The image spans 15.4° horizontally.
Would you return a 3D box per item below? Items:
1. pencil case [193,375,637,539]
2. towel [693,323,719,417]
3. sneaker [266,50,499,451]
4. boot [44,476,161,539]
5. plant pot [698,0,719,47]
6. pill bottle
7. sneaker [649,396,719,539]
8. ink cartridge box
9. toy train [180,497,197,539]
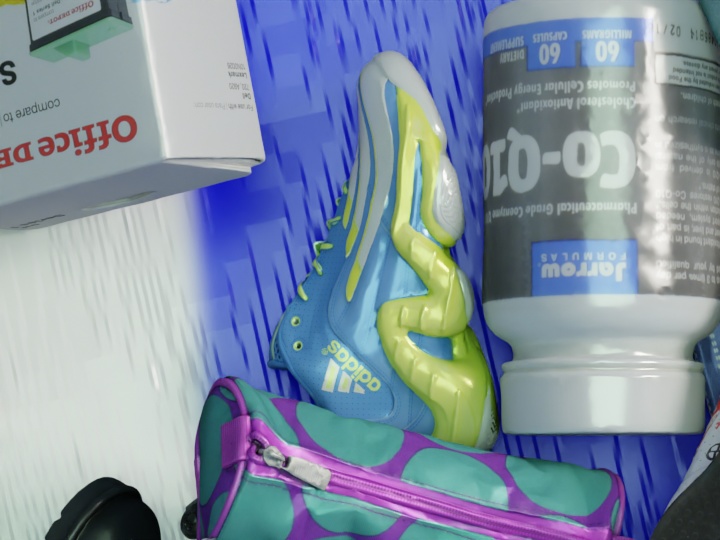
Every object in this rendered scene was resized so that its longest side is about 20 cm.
[{"bbox_3d":[0.021,0.111,1.209,0.199,0.092,0.085,14,75,-12],"label":"pencil case"},{"bbox_3d":[0.270,0.063,1.290,0.199,0.024,0.145,-17,87,0],"label":"towel"},{"bbox_3d":[0.000,0.000,1.261,0.105,0.076,0.201,-11,86,-1],"label":"sneaker"},{"bbox_3d":[-0.085,0.214,1.213,0.168,0.076,0.201,19,88,24],"label":"boot"},{"bbox_3d":[0.231,-0.167,1.209,0.141,0.141,0.201,1,75,-33],"label":"plant pot"},{"bbox_3d":[0.113,-0.023,1.246,0.113,0.114,0.201,0,85,-1],"label":"pill bottle"},{"bbox_3d":[0.180,0.105,1.211,0.067,0.108,0.202,17,71,15],"label":"sneaker"},{"bbox_3d":[-0.140,-0.129,1.237,0.144,0.084,0.201,-13,85,30],"label":"ink cartridge box"},{"bbox_3d":[-0.025,0.175,1.221,0.046,0.034,0.200,-38,55,10],"label":"toy train"}]
